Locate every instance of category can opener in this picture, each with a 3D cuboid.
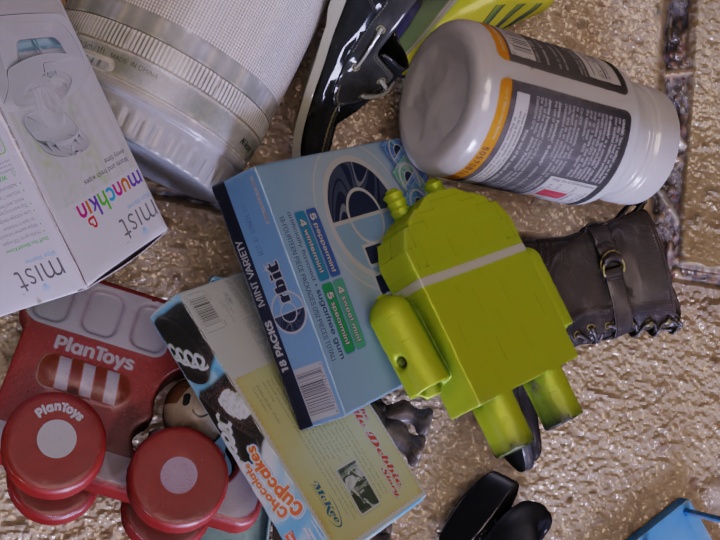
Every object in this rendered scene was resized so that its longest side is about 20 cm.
[{"bbox_3d":[0.080,0.256,0.941,0.201,0.078,0.063,-57,141,-9],"label":"can opener"}]

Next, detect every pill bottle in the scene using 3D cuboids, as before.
[{"bbox_3d":[0.138,-0.112,0.930,0.198,0.116,0.118,10,84,-30],"label":"pill bottle"}]

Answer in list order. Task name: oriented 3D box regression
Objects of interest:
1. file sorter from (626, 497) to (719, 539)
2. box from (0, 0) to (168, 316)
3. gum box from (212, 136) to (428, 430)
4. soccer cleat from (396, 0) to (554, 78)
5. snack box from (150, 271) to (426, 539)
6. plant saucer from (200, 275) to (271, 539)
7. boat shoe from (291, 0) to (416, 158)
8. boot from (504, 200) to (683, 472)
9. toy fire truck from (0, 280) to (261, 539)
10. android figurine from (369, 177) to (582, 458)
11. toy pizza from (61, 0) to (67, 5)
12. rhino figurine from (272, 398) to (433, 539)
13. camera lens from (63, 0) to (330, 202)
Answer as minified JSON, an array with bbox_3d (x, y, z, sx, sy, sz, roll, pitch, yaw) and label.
[{"bbox_3d":[0.239,0.297,0.946,0.199,0.123,0.140,-33,97,-16],"label":"file sorter"},{"bbox_3d":[-0.250,-0.060,0.760,0.178,0.199,0.097,65,33,-14],"label":"box"},{"bbox_3d":[0.000,0.000,0.869,0.199,0.044,0.171,-18,88,-56],"label":"gum box"},{"bbox_3d":[0.064,-0.190,0.963,0.199,0.065,0.084,-18,122,-21],"label":"soccer cleat"},{"bbox_3d":[-0.046,0.095,0.835,0.116,0.037,0.201,-19,74,-55],"label":"snack box"},{"bbox_3d":[-0.090,0.108,0.904,0.069,0.019,0.202,7,83,-1],"label":"plant saucer"},{"bbox_3d":[-0.002,-0.145,0.872,0.067,0.201,0.072,22,38,-3],"label":"boat shoe"},{"bbox_3d":[0.177,0.048,0.969,0.172,0.069,0.202,-6,86,-16],"label":"boot"},{"bbox_3d":[-0.153,0.094,0.846,0.198,0.112,0.169,16,66,-6],"label":"toy fire truck"},{"bbox_3d":[0.081,0.026,0.863,0.181,0.041,0.201,-20,79,-45],"label":"android figurine"},{"bbox_3d":[-0.299,-0.177,0.858,0.198,0.032,0.202,1,86,-17],"label":"toy pizza"},{"bbox_3d":[-0.018,0.182,0.906,0.087,0.060,0.202,20,82,2],"label":"rhino figurine"},{"bbox_3d":[-0.117,-0.169,0.843,0.159,0.160,0.201,28,82,-13],"label":"camera lens"}]
